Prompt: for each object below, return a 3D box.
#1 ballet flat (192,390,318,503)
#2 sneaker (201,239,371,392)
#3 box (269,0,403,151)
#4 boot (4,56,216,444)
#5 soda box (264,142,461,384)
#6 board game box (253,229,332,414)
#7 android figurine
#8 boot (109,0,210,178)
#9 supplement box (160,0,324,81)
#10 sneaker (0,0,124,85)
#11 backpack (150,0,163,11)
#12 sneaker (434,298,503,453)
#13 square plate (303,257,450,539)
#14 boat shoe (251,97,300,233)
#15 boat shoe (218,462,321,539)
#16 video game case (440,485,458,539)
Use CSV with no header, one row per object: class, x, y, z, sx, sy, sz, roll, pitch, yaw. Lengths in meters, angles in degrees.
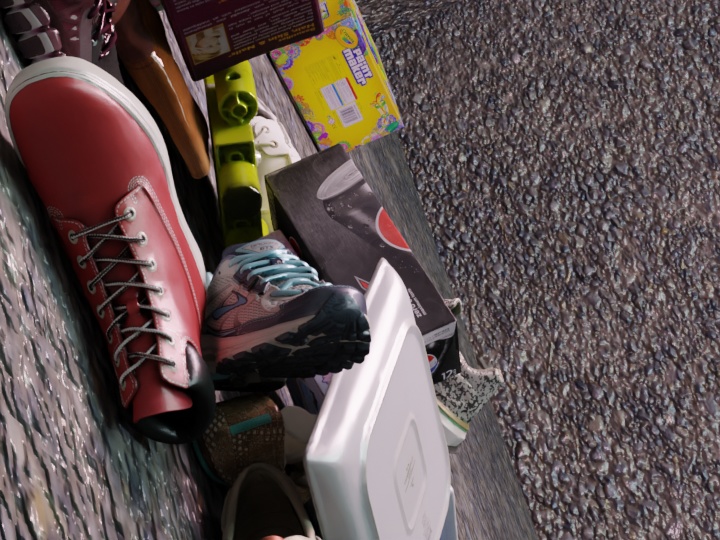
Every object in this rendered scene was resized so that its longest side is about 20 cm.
ballet flat,-0.050,0.120,1.016,0.200,0.065,0.071,43,25,-75
sneaker,-0.058,0.020,0.907,0.200,0.077,0.087,-20,-111,60
box,-0.047,-0.297,2.098,0.193,0.121,0.200,-106,171,-46
boot,-0.126,-0.004,0.817,0.145,0.072,0.200,-102,171,-48
soda box,0.000,0.000,1.136,0.200,0.070,0.063,58,-14,37
board game box,-0.016,0.101,1.137,0.200,0.041,0.201,54,-14,50
android figurine,-0.098,-0.082,1.231,0.200,0.041,0.183,-102,-173,-55
boot,-0.159,-0.147,1.095,0.188,0.068,0.201,-121,-172,-57
supplement box,-0.098,-0.230,1.097,0.200,0.110,0.086,80,-12,-70
sneaker,-0.155,-0.175,0.919,0.076,0.115,0.200,-103,168,-54
backpack,-0.133,-0.289,1.282,0.201,0.153,0.176,59,15,-6
sneaker,0.036,0.042,1.196,0.200,0.089,0.077,50,5,14
square plate,0.020,0.127,0.972,0.200,0.028,0.199,-67,149,-52
boat shoe,-0.094,-0.102,1.373,0.069,0.071,0.200,62,0,-34
boat shoe,-0.046,0.170,0.842,0.200,0.071,0.063,-110,-170,-73
video game case,0.035,0.191,1.234,0.182,0.023,0.201,-125,-157,-50
